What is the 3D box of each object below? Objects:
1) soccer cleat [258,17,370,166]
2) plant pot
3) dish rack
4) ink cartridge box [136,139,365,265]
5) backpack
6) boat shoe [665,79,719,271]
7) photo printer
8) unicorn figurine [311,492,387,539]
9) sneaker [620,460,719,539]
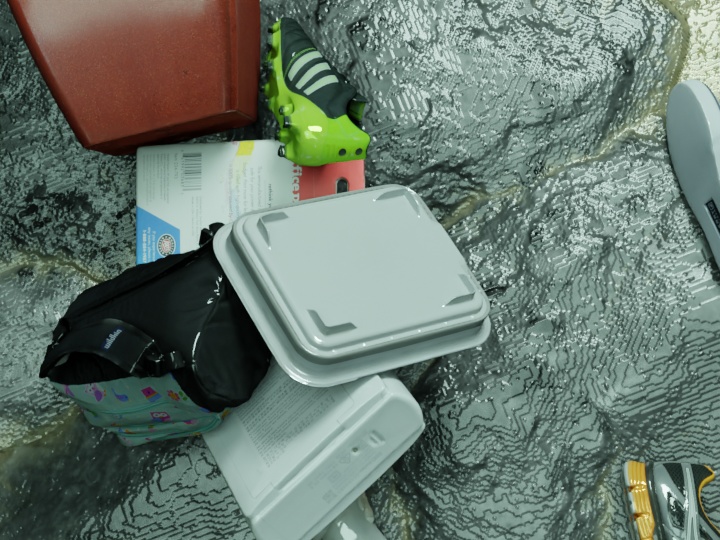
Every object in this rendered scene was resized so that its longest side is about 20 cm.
[{"bbox_3d":[-0.040,-0.152,1.445,0.081,0.068,0.200,3,37,-15],"label":"soccer cleat"},{"bbox_3d":[-0.180,-0.201,1.445,0.199,0.200,0.177,-14,90,4],"label":"plant pot"},{"bbox_3d":[0.000,0.000,1.339,0.200,0.044,0.172,-12,55,-32],"label":"dish rack"},{"bbox_3d":[-0.092,-0.051,1.464,0.199,0.067,0.117,-2,81,6],"label":"ink cartridge box"},{"bbox_3d":[-0.168,0.067,1.389,0.200,0.127,0.167,-16,33,35],"label":"backpack"},{"bbox_3d":[0.324,-0.072,1.427,0.070,0.071,0.200,-14,74,-23],"label":"boat shoe"},{"bbox_3d":[-0.050,0.118,1.382,0.166,0.200,0.069,-44,122,1],"label":"photo printer"},{"bbox_3d":[-0.012,0.216,1.402,0.074,0.137,0.200,-16,103,41],"label":"unicorn figurine"},{"bbox_3d":[0.268,0.249,1.371,0.077,0.078,0.201,-10,79,-1],"label":"sneaker"}]
